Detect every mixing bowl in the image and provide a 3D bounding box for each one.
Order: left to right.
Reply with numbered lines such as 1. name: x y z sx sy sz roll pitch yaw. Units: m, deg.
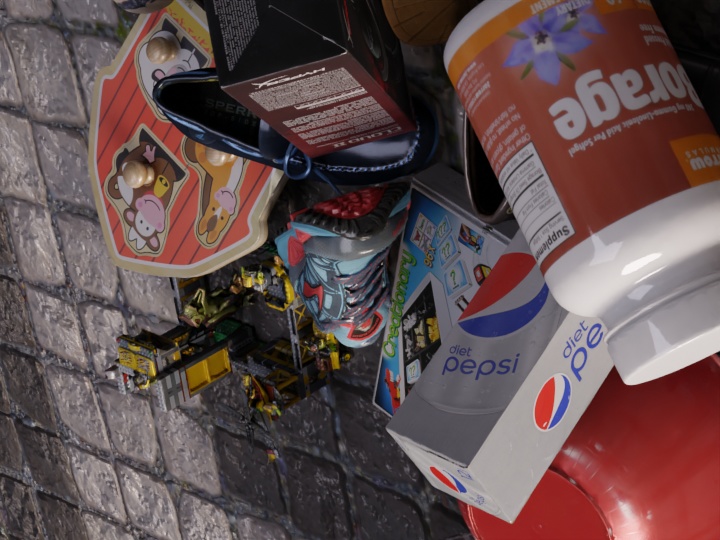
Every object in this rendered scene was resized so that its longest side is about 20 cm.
1. mixing bowl: 0.131 0.124 1.001 0.199 0.108 0.201 19 129 25

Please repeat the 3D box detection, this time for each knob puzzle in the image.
1. knob puzzle: -0.138 -0.082 1.202 0.219 0.030 0.221 3 95 36

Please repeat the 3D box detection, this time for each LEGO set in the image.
1. LEGO set: -0.117 0.043 1.253 0.199 0.116 0.155 26 130 36

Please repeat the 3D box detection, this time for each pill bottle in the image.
1. pill bottle: 0.130 -0.050 0.854 0.112 0.112 0.201 -43 67 51

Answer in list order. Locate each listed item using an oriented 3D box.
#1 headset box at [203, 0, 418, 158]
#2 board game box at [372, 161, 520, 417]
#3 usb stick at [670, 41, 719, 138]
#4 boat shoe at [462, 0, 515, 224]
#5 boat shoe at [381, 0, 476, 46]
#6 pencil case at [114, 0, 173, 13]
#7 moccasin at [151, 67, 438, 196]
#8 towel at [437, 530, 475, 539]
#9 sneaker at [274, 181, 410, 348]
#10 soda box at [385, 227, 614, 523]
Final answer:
1. headset box: -0.030 -0.158 0.960 0.077 0.200 0.150 -13 78 13
2. board game box: 0.074 0.043 1.104 0.126 0.035 0.201 35 135 28
3. usb stick: 0.222 -0.075 0.866 0.199 0.033 0.056 24 122 38
4. boat shoe: 0.091 -0.121 0.962 0.072 0.059 0.201 28 131 37
5. boat shoe: 0.027 -0.212 0.932 0.200 0.072 0.072 66 -166 -57
6. pencil case: -0.113 -0.245 1.104 0.078 0.090 0.200 37 146 -16
7. moccasin: -0.049 -0.092 1.092 0.199 0.068 0.081 6 90 27
8. towel: 0.069 0.274 1.097 0.086 0.164 0.201 105 154 -65
9. sneaker: 0.000 0.000 1.091 0.200 0.079 0.096 148 104 -81
10. soda box: 0.102 0.034 0.931 0.063 0.200 0.068 21 159 40
